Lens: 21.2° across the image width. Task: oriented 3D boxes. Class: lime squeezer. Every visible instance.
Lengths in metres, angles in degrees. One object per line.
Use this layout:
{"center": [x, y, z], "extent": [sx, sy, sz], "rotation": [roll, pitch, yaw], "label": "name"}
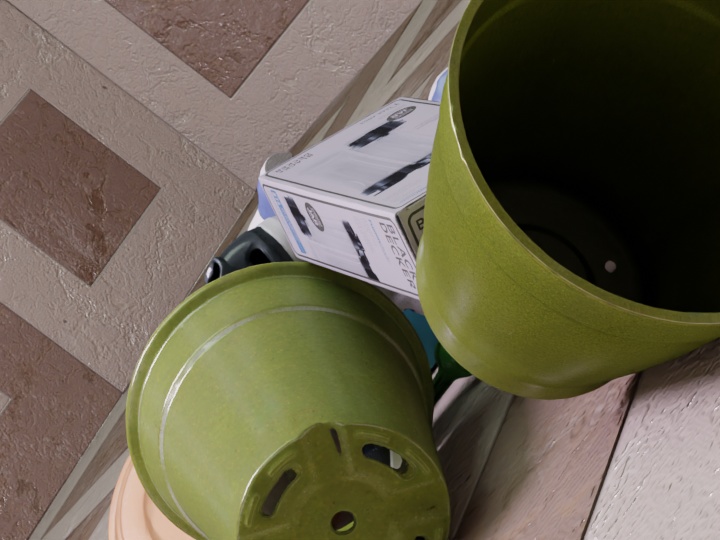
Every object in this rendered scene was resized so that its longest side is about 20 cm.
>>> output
{"center": [0.078, 0.059, 1.265], "extent": [0.200, 0.038, 0.071], "rotation": [-43, 43, 46], "label": "lime squeezer"}

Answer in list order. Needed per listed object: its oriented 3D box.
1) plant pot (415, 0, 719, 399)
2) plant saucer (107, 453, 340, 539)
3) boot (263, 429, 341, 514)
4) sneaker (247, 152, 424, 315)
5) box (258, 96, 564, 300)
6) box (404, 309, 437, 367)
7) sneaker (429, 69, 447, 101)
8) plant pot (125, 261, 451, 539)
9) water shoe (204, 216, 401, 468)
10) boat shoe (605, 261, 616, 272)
{"center": [0.112, -0.031, 0.931], "extent": [0.200, 0.200, 0.193], "rotation": [-57, -1, -28], "label": "plant pot"}
{"center": [-0.102, 0.161, 1.394], "extent": [0.200, 0.032, 0.200], "rotation": [-17, 54, 25], "label": "plant saucer"}
{"center": [-0.034, 0.116, 1.325], "extent": [0.146, 0.200, 0.070], "rotation": [-26, -22, -19], "label": "boot"}
{"center": [-0.001, 0.000, 1.329], "extent": [0.115, 0.199, 0.081], "rotation": [-57, 23, 33], "label": "sneaker"}
{"center": [0.034, -0.045, 1.128], "extent": [0.117, 0.060, 0.200], "rotation": [-31, 19, -19], "label": "box"}
{"center": [-0.009, 0.108, 1.446], "extent": [0.200, 0.049, 0.082], "rotation": [-54, 9, -7], "label": "box"}
{"center": [0.151, -0.106, 1.213], "extent": [0.199, 0.081, 0.115], "rotation": [-22, 32, -3], "label": "sneaker"}
{"center": [-0.029, 0.114, 1.135], "extent": [0.200, 0.200, 0.190], "rotation": [-52, 20, 4], "label": "plant pot"}
{"center": [-0.036, 0.062, 1.258], "extent": [0.079, 0.200, 0.071], "rotation": [-32, 17, -17], "label": "water shoe"}
{"center": [0.141, -0.031, 1.129], "extent": [0.200, 0.068, 0.075], "rotation": [-53, 8, -2], "label": "boat shoe"}
